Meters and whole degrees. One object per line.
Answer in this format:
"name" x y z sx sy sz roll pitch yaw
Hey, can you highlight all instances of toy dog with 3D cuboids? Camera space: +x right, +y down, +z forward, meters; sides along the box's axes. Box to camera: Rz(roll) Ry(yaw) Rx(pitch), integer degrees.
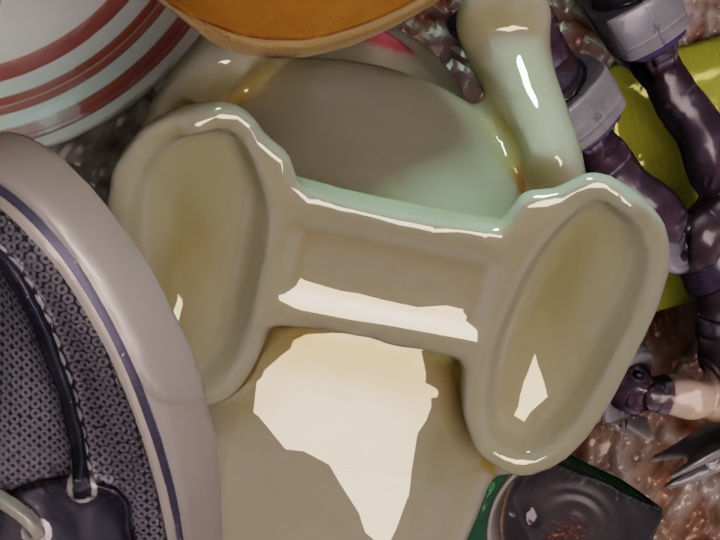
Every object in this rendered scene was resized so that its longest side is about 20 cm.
"toy dog" 0.000 0.000 0.740 0.139 0.200 0.195 2 114 -4

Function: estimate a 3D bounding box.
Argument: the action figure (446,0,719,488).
"action figure" 0.109 -0.018 0.830 0.130 0.069 0.200 -39 110 -14

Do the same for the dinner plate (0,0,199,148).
"dinner plate" -0.124 -0.130 0.767 0.199 0.024 0.202 -4 102 -16

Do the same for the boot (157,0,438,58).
"boot" -0.034 -0.125 0.609 0.200 0.071 0.145 -12 135 -36

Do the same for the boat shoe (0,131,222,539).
"boat shoe" -0.086 0.072 0.631 0.093 0.074 0.201 -35 127 -33

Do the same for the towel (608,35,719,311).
"towel" 0.178 -0.053 0.884 0.199 0.018 0.087 -16 101 -12

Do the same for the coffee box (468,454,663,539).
"coffee box" 0.005 0.142 0.857 0.123 0.044 0.201 26 94 -22
